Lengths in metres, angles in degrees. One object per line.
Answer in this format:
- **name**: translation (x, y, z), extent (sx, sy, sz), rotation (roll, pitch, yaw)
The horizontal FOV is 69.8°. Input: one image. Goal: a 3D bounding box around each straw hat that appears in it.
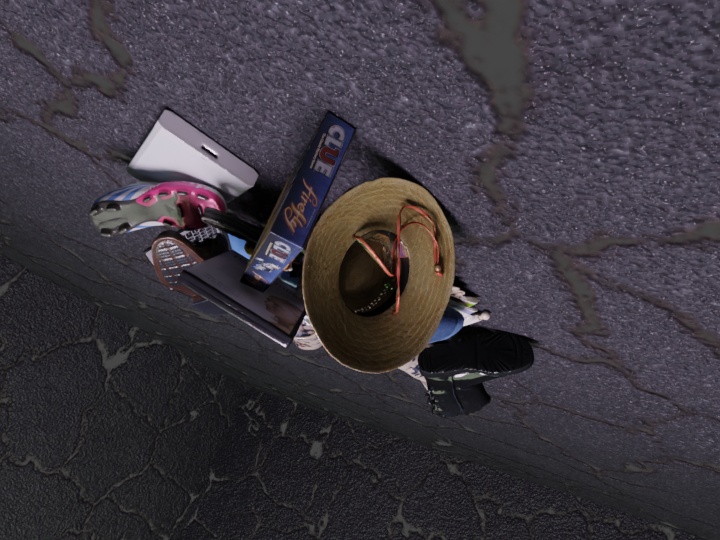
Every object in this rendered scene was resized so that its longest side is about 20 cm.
- **straw hat**: translation (0.005, 0.003, 0.552), extent (0.200, 0.203, 0.085), rotation (35, 163, -31)

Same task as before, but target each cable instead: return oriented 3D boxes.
- **cable**: translation (-0.144, -0.032, 0.712), extent (0.096, 0.051, 0.200), rotation (23, 179, 15)

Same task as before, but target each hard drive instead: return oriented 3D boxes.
- **hard drive**: translation (-0.234, -0.133, 0.699), extent (0.131, 0.027, 0.199), rotation (34, 156, -26)

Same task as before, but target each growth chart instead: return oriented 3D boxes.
- **growth chart**: translation (0.099, 0.048, 0.758), extent (0.199, 0.018, 0.144), rotation (30, 145, -35)

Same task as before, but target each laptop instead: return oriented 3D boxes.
- **laptop**: translation (-0.232, -0.007, 0.884), extent (0.117, 0.199, 0.188), rotation (53, 162, 12)

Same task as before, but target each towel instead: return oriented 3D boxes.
- **towel**: translation (0.043, 0.071, 0.693), extent (0.198, 0.049, 0.111), rotation (12, 158, -40)

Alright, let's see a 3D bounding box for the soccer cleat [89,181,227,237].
- **soccer cleat**: translation (-0.274, -0.098, 0.711), extent (0.196, 0.087, 0.071), rotation (-4, 126, 8)

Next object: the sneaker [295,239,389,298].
- **sneaker**: translation (-0.021, -0.011, 0.666), extent (0.087, 0.082, 0.200), rotation (22, 144, -16)

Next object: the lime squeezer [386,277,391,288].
- **lime squeezer**: translation (0.044, 0.013, 0.642), extent (0.198, 0.038, 0.070), rotation (12, 164, -44)

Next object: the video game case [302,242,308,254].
- **video game case**: translation (0.000, 0.000, 0.786), extent (0.179, 0.024, 0.200), rotation (11, 156, 28)

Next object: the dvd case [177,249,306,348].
- **dvd case**: translation (-0.133, 0.027, 0.655), extent (0.141, 0.018, 0.200), rotation (32, -172, -4)

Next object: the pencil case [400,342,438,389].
- **pencil case**: translation (0.100, 0.159, 0.953), extent (0.199, 0.090, 0.077), rotation (39, 168, -38)

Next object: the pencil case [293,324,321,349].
- **pencil case**: translation (-0.107, 0.104, 0.982), extent (0.088, 0.079, 0.200), rotation (17, 166, 4)

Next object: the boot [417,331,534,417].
- **boot**: translation (0.193, 0.184, 0.870), extent (0.195, 0.074, 0.164), rotation (-10, 137, 13)

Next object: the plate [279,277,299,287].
- **plate**: translation (-0.068, 0.057, 0.956), extent (0.198, 0.026, 0.200), rotation (27, 168, 6)

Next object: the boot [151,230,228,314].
- **boot**: translation (-0.231, -0.021, 0.722), extent (0.073, 0.098, 0.201), rotation (-10, 150, 2)

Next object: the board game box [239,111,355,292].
- **board game box**: translation (-0.075, -0.062, 0.558), extent (0.034, 0.137, 0.200), rotation (26, 159, -13)

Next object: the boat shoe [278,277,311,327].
- **boat shoe**: translation (-0.122, 0.059, 0.847), extent (0.198, 0.062, 0.075), rotation (32, -174, -7)
